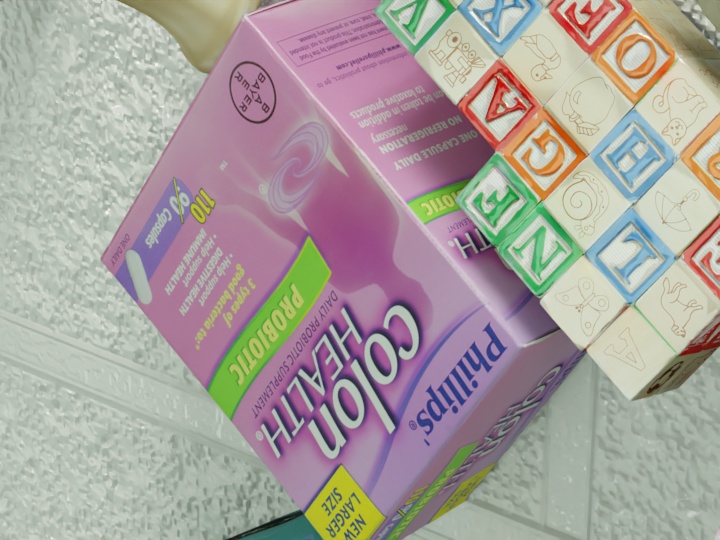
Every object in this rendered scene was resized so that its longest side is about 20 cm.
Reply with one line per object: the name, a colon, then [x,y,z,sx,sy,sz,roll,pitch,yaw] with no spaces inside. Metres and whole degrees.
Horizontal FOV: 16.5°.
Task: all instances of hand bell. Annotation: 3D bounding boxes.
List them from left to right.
hand bell: [-0.148,-0.163,1.134,0.104,0.199,0.105,-38,46,54]

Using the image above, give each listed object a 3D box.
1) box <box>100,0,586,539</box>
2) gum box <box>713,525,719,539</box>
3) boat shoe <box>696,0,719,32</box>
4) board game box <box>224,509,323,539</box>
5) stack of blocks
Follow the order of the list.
box: [0.000,0.000,1.153,0.200,0.096,0.176,50,133,15]
gum box: [0.201,0.126,0.977,0.113,0.066,0.201,19,82,35]
boat shoe: [0.201,-0.142,0.934,0.065,0.071,0.200,56,143,1]
board game box: [-0.107,0.184,1.254,0.151,0.200,0.047,-26,89,45]
stack of blocks: [0.097,-0.059,1.042,0.115,0.058,0.200,-47,73,22]
